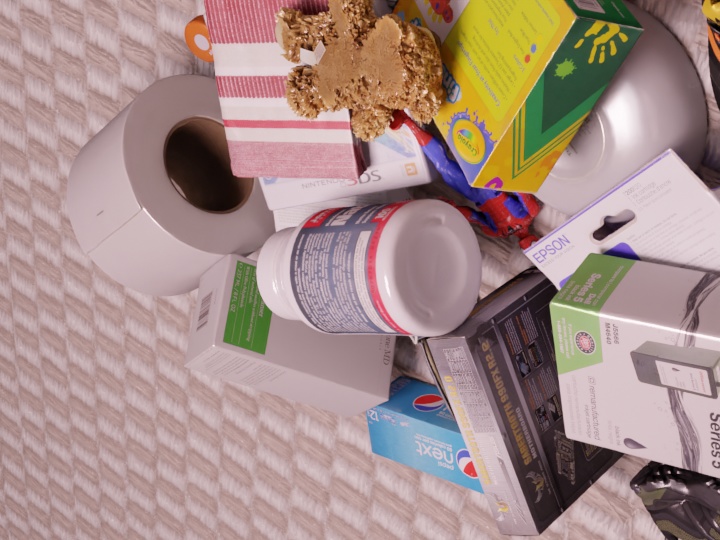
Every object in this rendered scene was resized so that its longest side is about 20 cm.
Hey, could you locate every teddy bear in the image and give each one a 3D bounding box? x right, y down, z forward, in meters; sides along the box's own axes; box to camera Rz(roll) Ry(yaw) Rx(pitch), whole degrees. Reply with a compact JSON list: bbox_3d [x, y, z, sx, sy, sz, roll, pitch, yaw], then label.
[{"bbox_3d":[-0.001,-0.175,1.107,0.200,0.067,0.145,-17,91,55],"label":"teddy bear"}]

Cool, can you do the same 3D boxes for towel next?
[{"bbox_3d":[-0.071,-0.180,1.210,0.144,0.023,0.200,4,113,29],"label":"towel"}]

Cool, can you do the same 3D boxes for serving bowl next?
[{"bbox_3d":[0.185,-0.126,1.118,0.200,0.066,0.200,23,127,33],"label":"serving bowl"}]

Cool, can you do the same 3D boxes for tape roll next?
[{"bbox_3d":[-0.191,-0.088,1.412,0.139,0.203,0.203,-29,92,50],"label":"tape roll"}]

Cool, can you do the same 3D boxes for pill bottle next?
[{"bbox_3d":[0.000,0.000,1.210,0.200,0.120,0.120,-2,112,48],"label":"pill bottle"}]

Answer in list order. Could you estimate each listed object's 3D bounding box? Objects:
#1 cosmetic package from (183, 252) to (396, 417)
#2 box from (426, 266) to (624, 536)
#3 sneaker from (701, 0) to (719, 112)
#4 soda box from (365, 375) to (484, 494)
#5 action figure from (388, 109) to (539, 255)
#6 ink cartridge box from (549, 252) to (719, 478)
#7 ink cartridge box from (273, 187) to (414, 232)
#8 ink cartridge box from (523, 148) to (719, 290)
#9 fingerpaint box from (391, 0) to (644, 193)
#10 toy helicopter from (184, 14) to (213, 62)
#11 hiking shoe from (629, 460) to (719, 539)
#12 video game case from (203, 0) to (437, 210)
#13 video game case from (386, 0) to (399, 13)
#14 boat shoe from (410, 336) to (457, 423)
[{"bbox_3d":[-0.069,0.069,1.372,0.085,0.200,0.108,-34,44,55],"label":"cosmetic package"},{"bbox_3d":[0.157,0.117,1.222,0.048,0.158,0.200,-8,108,47],"label":"box"},{"bbox_3d":[0.274,-0.182,0.974,0.070,0.090,0.200,17,124,37],"label":"sneaker"},{"bbox_3d":[0.102,0.174,1.383,0.200,0.064,0.068,15,124,39],"label":"soda box"},{"bbox_3d":[0.104,-0.077,1.193,0.065,0.052,0.200,-32,125,21],"label":"action figure"},{"bbox_3d":[0.265,0.080,1.077,0.200,0.084,0.146,12,128,34],"label":"ink cartridge box"},{"bbox_3d":[-0.020,-0.088,1.314,0.160,0.047,0.200,8,110,41],"label":"ink cartridge box"},{"bbox_3d":[0.265,0.009,1.117,0.200,0.043,0.198,48,140,-3],"label":"ink cartridge box"},{"bbox_3d":[0.114,-0.190,1.067,0.167,0.073,0.200,-60,41,35],"label":"fingerpaint box"},{"bbox_3d":[-0.081,-0.257,1.292,0.132,0.079,0.200,38,141,5],"label":"toy helicopter"},{"bbox_3d":[0.337,0.214,1.178,0.200,0.076,0.101,-2,120,55],"label":"hiking shoe"},{"bbox_3d":[-0.038,-0.162,1.226,0.182,0.022,0.200,-8,108,31],"label":"video game case"},{"bbox_3d":[-0.005,-0.264,1.198,0.181,0.036,0.200,19,130,12],"label":"video game case"},{"bbox_3d":[0.079,0.059,1.336,0.075,0.062,0.200,-12,103,53],"label":"boat shoe"}]
